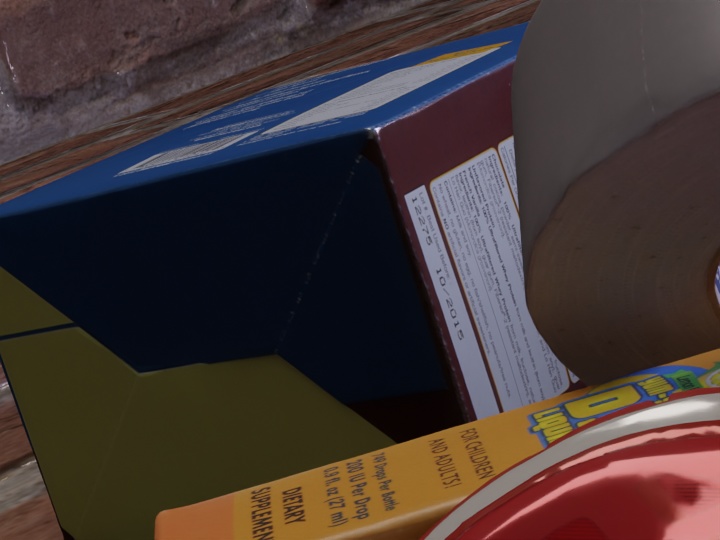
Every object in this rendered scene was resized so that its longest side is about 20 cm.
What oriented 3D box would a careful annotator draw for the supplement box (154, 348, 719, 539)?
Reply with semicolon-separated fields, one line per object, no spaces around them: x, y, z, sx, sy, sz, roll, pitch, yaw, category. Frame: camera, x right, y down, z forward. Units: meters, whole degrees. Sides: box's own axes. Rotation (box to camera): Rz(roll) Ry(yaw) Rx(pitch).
0.052;0.069;0.519;0.200;0.069;0.067;-15;12;-2;supplement box

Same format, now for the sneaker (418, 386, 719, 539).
0.098;0.067;0.415;0.200;0.078;0.116;-18;8;5;sneaker

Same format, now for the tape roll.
0.141;-0.027;0.548;0.200;0.066;0.200;-1;-31;-1;tape roll

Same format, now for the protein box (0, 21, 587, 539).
0.000;0.000;0.785;0.198;0.135;0.200;-11;12;37;protein box
